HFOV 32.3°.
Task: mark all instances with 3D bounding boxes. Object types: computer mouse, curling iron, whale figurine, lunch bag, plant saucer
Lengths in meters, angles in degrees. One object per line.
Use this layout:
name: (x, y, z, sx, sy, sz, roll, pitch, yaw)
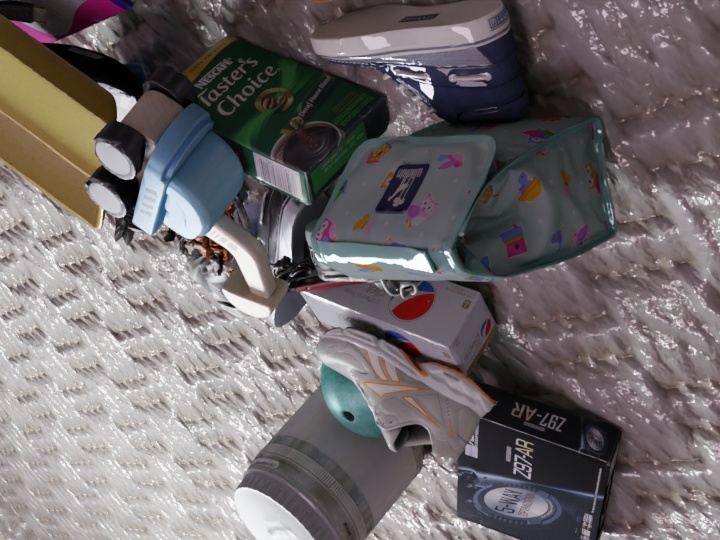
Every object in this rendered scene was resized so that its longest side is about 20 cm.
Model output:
computer mouse: (-0.296, -0.218, 1.232, 0.197, 0.047, 0.141, 16, 150, -5)
curling iron: (0.000, 0.000, 1.238, 0.197, 0.026, 0.050, -5, 155, 20)
whale figurine: (0.037, 0.120, 1.333, 0.198, 0.104, 0.160, -10, 119, 48)
lunch bag: (0.077, -0.050, 0.980, 0.169, 0.198, 0.124, 6, 113, 47)
plant saucer: (-0.311, -0.154, 1.205, 0.199, 0.049, 0.200, 36, 149, 3)

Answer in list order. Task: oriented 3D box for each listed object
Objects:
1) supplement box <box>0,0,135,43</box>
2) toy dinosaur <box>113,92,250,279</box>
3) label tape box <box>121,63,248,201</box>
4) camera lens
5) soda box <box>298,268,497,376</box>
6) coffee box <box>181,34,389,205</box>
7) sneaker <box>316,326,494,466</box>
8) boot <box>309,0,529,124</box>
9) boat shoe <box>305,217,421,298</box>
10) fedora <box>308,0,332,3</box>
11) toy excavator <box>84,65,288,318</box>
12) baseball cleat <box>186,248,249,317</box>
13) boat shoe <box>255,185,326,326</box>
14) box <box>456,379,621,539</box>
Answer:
supplement box: (-0.287, -0.301, 1.203, 0.101, 0.105, 0.198, 33, 157, -33)
toy dinosaur: (-0.179, -0.085, 1.274, 0.134, 0.102, 0.204, -4, 100, 32)
label tape box: (-0.222, -0.152, 1.365, 0.142, 0.066, 0.202, 10, 131, 43)
camera lens: (-0.033, 0.236, 1.458, 0.159, 0.200, 0.161, 30, 146, 23)
soda box: (0.036, 0.038, 1.263, 0.198, 0.069, 0.064, 19, 156, 36)
coffee box: (-0.087, -0.144, 1.156, 0.198, 0.123, 0.044, 27, 147, 30)
sneaker: (0.028, 0.125, 1.232, 0.198, 0.093, 0.076, 21, 165, 31)
boot: (0.044, -0.165, 1.020, 0.198, 0.073, 0.091, 8, 128, 44)
boat shoe: (0.034, -0.010, 1.154, 0.197, 0.073, 0.069, 1, 113, 32)
fedora: (-0.086, -0.295, 1.012, 0.199, 0.082, 0.202, 31, 147, 23)
toy excavator: (-0.143, -0.055, 1.132, 0.199, 0.100, 0.195, 35, 148, 3)
baseball cleat: (-0.143, 0.005, 1.443, 0.106, 0.070, 0.200, 45, 170, -14)
boat shoe: (-0.085, -0.024, 1.328, 0.068, 0.073, 0.201, 38, 147, 23)
box: (0.181, 0.214, 1.299, 0.158, 0.044, 0.202, 18, 141, 17)
